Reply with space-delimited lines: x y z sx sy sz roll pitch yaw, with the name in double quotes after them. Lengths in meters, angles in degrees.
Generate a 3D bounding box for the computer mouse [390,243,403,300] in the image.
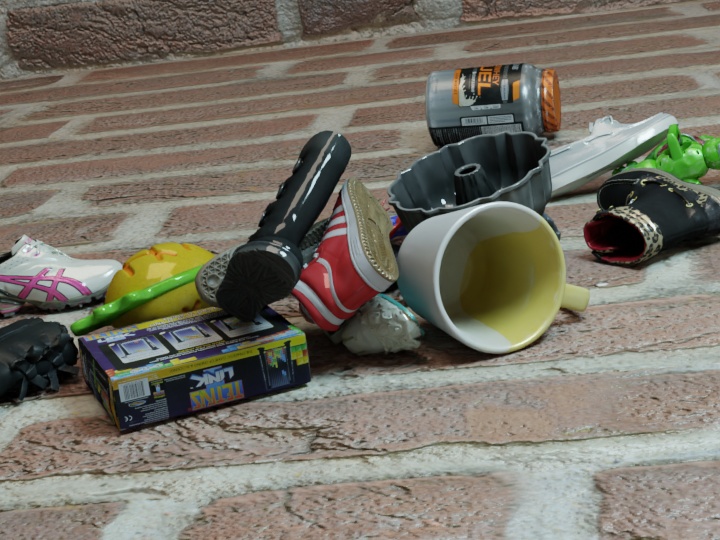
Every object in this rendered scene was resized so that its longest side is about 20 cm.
0.000 0.000 1.831 0.199 0.053 0.138 11 20 17 "computer mouse"

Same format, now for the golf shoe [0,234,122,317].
-0.387 0.002 1.914 0.199 0.093 0.073 -7 15 -2 "golf shoe"

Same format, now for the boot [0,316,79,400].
-0.408 0.094 1.655 0.197 0.074 0.162 12 27 32 "boot"

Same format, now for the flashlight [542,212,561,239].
0.189 -0.070 1.952 0.068 0.068 0.200 -43 25 -1 "flashlight"

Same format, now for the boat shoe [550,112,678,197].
0.322 -0.168 2.093 0.199 0.069 0.072 -28 -12 11 "boat shoe"

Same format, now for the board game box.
-0.170 0.090 1.590 0.199 0.057 0.165 -13 16 -18 "board game box"

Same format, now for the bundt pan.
0.136 -0.086 1.851 0.201 0.076 0.202 -16 24 7 "bundt pan"

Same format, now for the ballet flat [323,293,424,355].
0.001 0.056 1.638 0.071 0.072 0.200 -14 16 -20 "ballet flat"

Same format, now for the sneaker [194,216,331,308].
-0.089 0.002 1.678 0.199 0.071 0.076 -19 -11 -26 "sneaker"

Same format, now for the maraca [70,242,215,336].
-0.225 0.030 1.707 0.137 0.107 0.200 -33 -8 41 "maraca"

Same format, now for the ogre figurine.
0.414 -0.141 2.018 0.199 0.099 0.120 3 13 19 "ogre figurine"

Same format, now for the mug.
0.122 0.015 1.631 0.150 0.187 0.153 -48 20 -13 "mug"

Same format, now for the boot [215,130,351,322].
-0.060 -0.058 1.576 0.200 0.066 0.165 -56 11 -28 "boot"

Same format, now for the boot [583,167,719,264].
0.321 -0.063 1.855 0.150 0.074 0.200 -20 26 -34 "boot"

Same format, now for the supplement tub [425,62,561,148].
0.207 -0.257 2.444 0.199 0.123 0.123 -3 17 14 "supplement tub"

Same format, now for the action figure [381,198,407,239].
0.038 -0.056 1.996 0.199 0.052 0.065 -19 24 -26 "action figure"

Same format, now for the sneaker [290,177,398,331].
-0.023 -0.014 1.614 0.112 0.071 0.200 -42 23 18 "sneaker"
